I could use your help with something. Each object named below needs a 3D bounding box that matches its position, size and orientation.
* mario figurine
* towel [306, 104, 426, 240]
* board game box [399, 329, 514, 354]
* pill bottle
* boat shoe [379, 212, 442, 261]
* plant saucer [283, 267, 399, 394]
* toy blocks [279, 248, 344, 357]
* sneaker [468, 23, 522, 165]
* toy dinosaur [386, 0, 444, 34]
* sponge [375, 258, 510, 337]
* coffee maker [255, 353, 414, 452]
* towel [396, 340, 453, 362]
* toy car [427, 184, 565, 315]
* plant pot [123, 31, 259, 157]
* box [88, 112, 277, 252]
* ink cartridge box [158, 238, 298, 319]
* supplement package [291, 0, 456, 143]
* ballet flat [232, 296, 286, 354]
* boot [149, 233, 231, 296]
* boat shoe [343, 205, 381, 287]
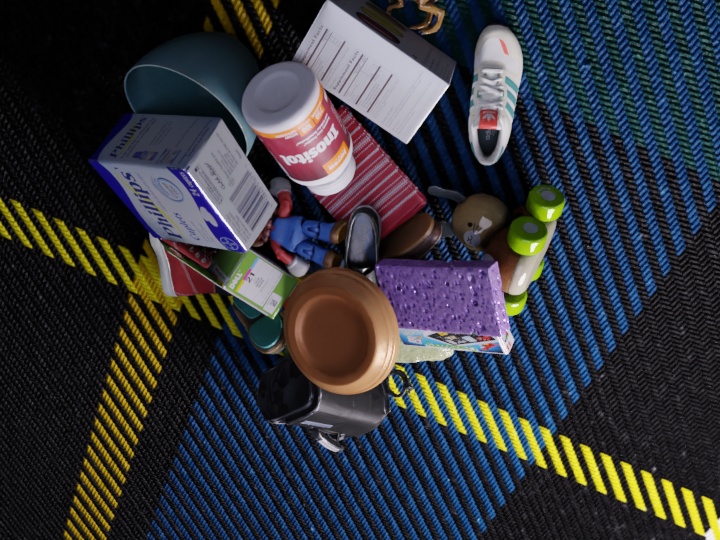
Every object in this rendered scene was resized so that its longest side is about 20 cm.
[{"bbox_3d":[-0.112,-0.071,1.316,0.199,0.124,0.106,20,157,18],"label":"mario figurine"},{"bbox_3d":[-0.006,-0.141,1.275,0.145,0.022,0.200,-40,92,29],"label":"towel"},{"bbox_3d":[0.130,0.073,1.281,0.199,0.035,0.126,2,135,38],"label":"board game box"},{"bbox_3d":[-0.078,-0.194,1.156,0.112,0.113,0.200,-11,152,17],"label":"pill bottle"},{"bbox_3d":[0.069,-0.028,1.304,0.070,0.071,0.200,32,144,-23],"label":"boat shoe"},{"bbox_3d":[-0.037,0.097,1.243,0.199,0.037,0.201,6,104,27],"label":"plant saucer"},{"bbox_3d":[-0.078,0.051,1.365,0.200,0.100,0.137,-27,86,41],"label":"toy blocks"},{"bbox_3d":[0.192,-0.244,1.155,0.070,0.094,0.201,6,120,8],"label":"sneaker"},{"bbox_3d":[0.096,-0.385,1.114,0.199,0.060,0.107,0,118,11],"label":"toy dinosaur"},{"bbox_3d":[0.118,0.038,1.200,0.199,0.030,0.112,2,118,38],"label":"sponge"},{"bbox_3d":[-0.049,0.205,1.394,0.192,0.135,0.200,-46,144,13],"label":"coffee maker"},{"bbox_3d":[0.056,0.095,1.408,0.199,0.037,0.149,-5,117,15],"label":"towel"},{"bbox_3d":[0.187,-0.058,1.240,0.199,0.158,0.165,24,140,16],"label":"toy car"},{"bbox_3d":[-0.222,-0.268,1.184,0.199,0.135,0.200,21,152,12],"label":"plant pot"},{"bbox_3d":[-0.259,-0.130,1.195,0.199,0.105,0.184,9,147,33],"label":"box"},{"bbox_3d":[-0.214,-0.018,1.293,0.200,0.148,0.076,34,89,-23],"label":"ink cartridge box"},{"bbox_3d":[0.021,-0.294,1.148,0.200,0.114,0.110,33,122,-8],"label":"supplement package"},{"bbox_3d":[-0.163,0.100,1.379,0.068,0.200,0.072,-35,125,-11],"label":"ballet flat"},{"bbox_3d":[-0.276,-0.042,1.379,0.144,0.073,0.201,1,126,9],"label":"boot"},{"bbox_3d":[0.000,0.000,1.257,0.068,0.057,0.201,1,97,8],"label":"boat shoe"}]
